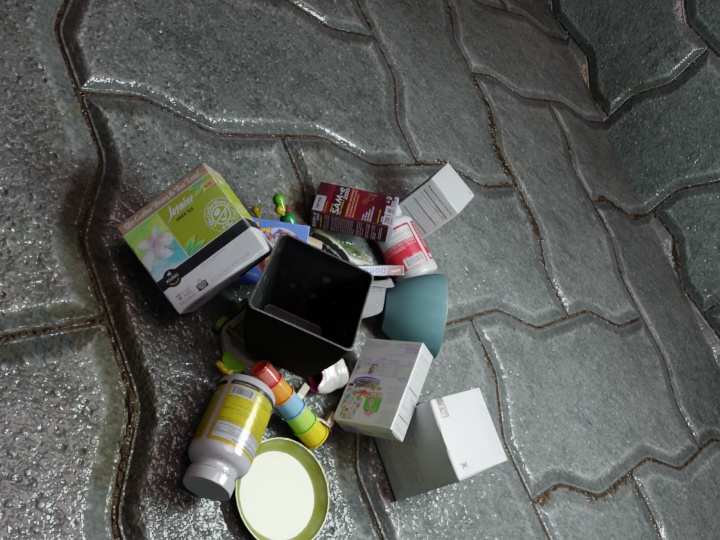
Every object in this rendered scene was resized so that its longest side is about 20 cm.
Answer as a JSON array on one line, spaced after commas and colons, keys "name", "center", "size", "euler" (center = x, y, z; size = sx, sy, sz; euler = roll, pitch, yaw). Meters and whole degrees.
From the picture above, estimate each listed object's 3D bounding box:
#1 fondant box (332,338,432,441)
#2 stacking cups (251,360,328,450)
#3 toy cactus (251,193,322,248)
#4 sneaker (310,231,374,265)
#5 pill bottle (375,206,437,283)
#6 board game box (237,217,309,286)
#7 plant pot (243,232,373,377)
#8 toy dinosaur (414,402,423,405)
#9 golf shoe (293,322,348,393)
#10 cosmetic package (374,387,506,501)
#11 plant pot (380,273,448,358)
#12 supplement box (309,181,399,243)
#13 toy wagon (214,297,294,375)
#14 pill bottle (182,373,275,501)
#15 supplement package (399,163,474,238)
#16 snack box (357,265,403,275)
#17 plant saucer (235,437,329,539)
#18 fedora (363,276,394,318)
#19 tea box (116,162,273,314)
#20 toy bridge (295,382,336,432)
[{"name": "fondant box", "center": [0.048, 0.242, 1.377], "size": [0.058, 0.144, 0.200], "euler": [55, 49, -39]}, {"name": "stacking cups", "center": [-0.141, 0.257, 1.271], "size": [0.200, 0.060, 0.061], "euler": [54, 40, -23]}, {"name": "toy cactus", "center": [-0.169, -0.061, 1.452], "size": [0.164, 0.102, 0.201], "euler": [13, 68, -14]}, {"name": "sneaker", "center": [-0.041, -0.040, 1.596], "size": [0.200, 0.077, 0.089], "euler": [35, 32, -28]}, {"name": "pill bottle", "center": [0.103, -0.066, 1.699], "size": [0.112, 0.112, 0.200], "euler": [-17, 76, -46]}, {"name": "board game box", "center": [-0.213, -0.039, 1.359], "size": [0.199, 0.045, 0.135], "euler": [8, 88, -17]}, {"name": "plant pot", "center": [-0.117, 0.086, 1.260], "size": [0.200, 0.178, 0.200], "euler": [26, 44, -8]}, {"name": "toy dinosaur", "center": [0.051, 0.270, 1.431], "size": [0.060, 0.107, 0.200], "euler": [-12, 34, -27]}, {"name": "golf shoe", "center": [-0.101, 0.166, 1.396], "size": [0.091, 0.075, 0.200], "euler": [-21, 78, -44]}, {"name": "cosmetic package", "center": [0.164, 0.367, 1.406], "size": [0.165, 0.200, 0.165], "euler": [-4, 67, -43]}, {"name": "plant pot", "center": [0.119, 0.101, 1.572], "size": [0.134, 0.200, 0.201], "euler": [7, 54, -4]}, {"name": "supplement box", "center": [-0.014, -0.142, 1.614], "size": [0.199, 0.061, 0.109], "euler": [11, 49, 3]}, {"name": "toy wagon", "center": [-0.215, 0.145, 1.309], "size": [0.155, 0.040, 0.200], "euler": [39, 44, 7]}, {"name": "pill bottle", "center": [-0.232, 0.292, 1.165], "size": [0.112, 0.112, 0.200], "euler": [36, 45, -18]}, {"name": "supplement package", "center": [0.181, -0.171, 1.771], "size": [0.117, 0.200, 0.117], "euler": [51, 42, -4]}, {"name": "snack box", "center": [0.000, 0.000, 1.507], "size": [0.199, 0.072, 0.024], "euler": [-1, 91, -36]}, {"name": "plant saucer", "center": [-0.147, 0.411, 1.224], "size": [0.200, 0.031, 0.201], "euler": [22, 52, -31]}, {"name": "fedora", "center": [-0.020, 0.059, 1.499], "size": [0.200, 0.177, 0.091], "euler": [-1, 95, -43]}, {"name": "tea box", "center": [-0.301, -0.057, 1.241], "size": [0.197, 0.200, 0.134], "euler": [53, 0, 1]}, {"name": "toy bridge", "center": [-0.129, 0.258, 1.342], "size": [0.200, 0.027, 0.067], "euler": [46, 43, -9]}]
